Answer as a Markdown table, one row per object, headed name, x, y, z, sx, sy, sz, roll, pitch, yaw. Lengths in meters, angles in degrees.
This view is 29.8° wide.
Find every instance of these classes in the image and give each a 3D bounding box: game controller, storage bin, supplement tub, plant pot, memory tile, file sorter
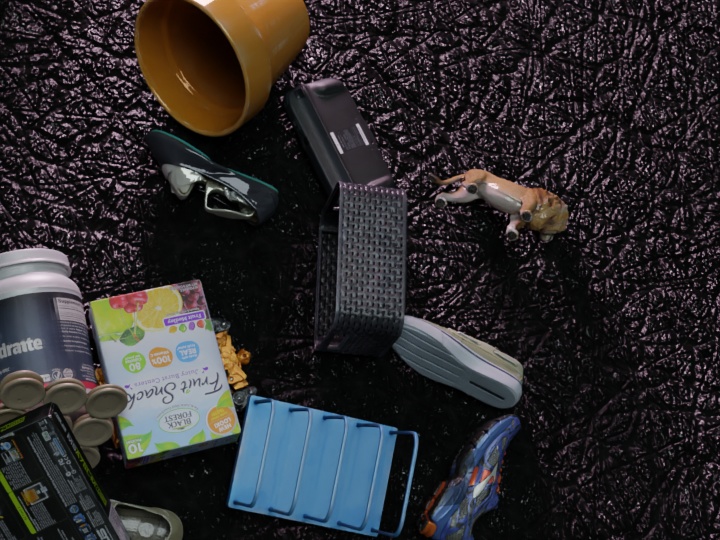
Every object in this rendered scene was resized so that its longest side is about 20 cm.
| name | x | y | z | sx | sy | sz | roll | pitch | yaw |
| --- | --- | --- | --- | --- | --- | --- | --- | --- | --- |
| game controller | -0.029 | -0.175 | 1.878 | 0.104 | 0.042 | 0.201 | -18 | 76 | -35 |
| storage bin | 0.000 | 0.000 | 1.761 | 0.093 | 0.135 | 0.202 | 7 | 69 | -11 |
| supplement tub | -0.395 | 0.090 | 1.622 | 0.139 | 0.140 | 0.202 | -9 | 73 | -18 |
| plant pot | -0.170 | -0.309 | 1.813 | 0.200 | 0.200 | 0.183 | 46 | 50 | 5 |
| memory tile | -0.364 | 0.193 | 1.557 | 0.152 | 0.201 | 0.017 | 9 | 39 | -30 |
| file sorter | -0.043 | 0.241 | 1.646 | 0.198 | 0.123 | 0.140 | 14 | 80 | -16 |

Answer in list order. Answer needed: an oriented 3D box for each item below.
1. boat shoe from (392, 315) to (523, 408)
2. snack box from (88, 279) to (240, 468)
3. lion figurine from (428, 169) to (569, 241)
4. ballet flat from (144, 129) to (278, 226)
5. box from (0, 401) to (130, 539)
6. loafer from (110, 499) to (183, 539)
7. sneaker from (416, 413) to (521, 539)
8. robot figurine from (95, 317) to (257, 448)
| name | x | y | z | sx | sy | sz | roll | pitch | yaw |
| --- | --- | --- | --- | --- | --- | --- | --- | --- | --- |
| boat shoe | 0.127 | 0.114 | 1.800 | 0.199 | 0.072 | 0.062 | 31 | 41 | -6 |
| snack box | -0.238 | 0.123 | 1.635 | 0.141 | 0.053 | 0.202 | -12 | 72 | -16 |
| lion figurine | 0.196 | -0.102 | 1.885 | 0.199 | 0.073 | 0.123 | 32 | 32 | 5 |
| ballet flat | -0.204 | -0.116 | 1.789 | 0.199 | 0.073 | 0.074 | 27 | 66 | -6 |
| box | -0.387 | 0.274 | 1.523 | 0.192 | 0.048 | 0.201 | -24 | 110 | 4 |
| loafer | -0.307 | 0.304 | 1.605 | 0.198 | 0.068 | 0.077 | 0 | 70 | -15 |
| sneaker | 0.151 | 0.272 | 1.745 | 0.078 | 0.075 | 0.201 | 38 | 73 | -8 |
| robot figurine | -0.230 | 0.140 | 1.692 | 0.198 | 0.058 | 0.146 | -19 | 76 | -19 |
